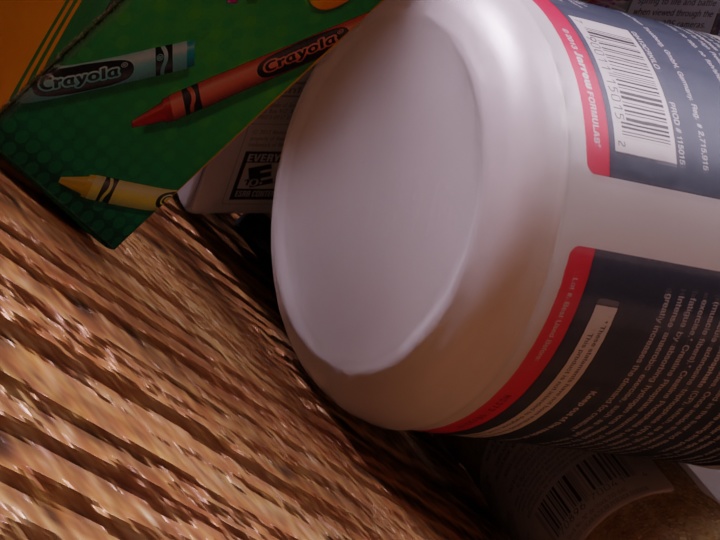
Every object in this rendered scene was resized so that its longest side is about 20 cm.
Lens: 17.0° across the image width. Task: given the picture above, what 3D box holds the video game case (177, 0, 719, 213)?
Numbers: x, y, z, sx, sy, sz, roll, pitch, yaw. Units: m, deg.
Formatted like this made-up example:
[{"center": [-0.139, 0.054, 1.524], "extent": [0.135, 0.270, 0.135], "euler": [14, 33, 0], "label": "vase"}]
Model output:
[{"center": [0.050, -0.099, 0.801], "extent": [0.199, 0.182, 0.046], "euler": [-1, 45, -26], "label": "video game case"}]

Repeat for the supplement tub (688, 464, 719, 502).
[{"center": [0.147, 0.095, 1.004], "extent": [0.123, 0.122, 0.200], "euler": [48, 3, 4], "label": "supplement tub"}]

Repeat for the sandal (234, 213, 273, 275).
[{"center": [0.000, 0.000, 0.909], "extent": [0.075, 0.045, 0.200], "euler": [50, 4, 7], "label": "sandal"}]

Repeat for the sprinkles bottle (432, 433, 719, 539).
[{"center": [0.081, 0.079, 0.847], "extent": [0.068, 0.068, 0.200], "euler": [45, 5, -33], "label": "sprinkles bottle"}]

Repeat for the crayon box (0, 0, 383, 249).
[{"center": [-0.075, -0.110, 0.648], "extent": [0.058, 0.119, 0.200], "euler": [44, 5, -44], "label": "crayon box"}]

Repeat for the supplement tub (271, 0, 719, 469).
[{"center": [0.085, -0.010, 0.770], "extent": [0.200, 0.141, 0.140], "euler": [10, 27, -34], "label": "supplement tub"}]
